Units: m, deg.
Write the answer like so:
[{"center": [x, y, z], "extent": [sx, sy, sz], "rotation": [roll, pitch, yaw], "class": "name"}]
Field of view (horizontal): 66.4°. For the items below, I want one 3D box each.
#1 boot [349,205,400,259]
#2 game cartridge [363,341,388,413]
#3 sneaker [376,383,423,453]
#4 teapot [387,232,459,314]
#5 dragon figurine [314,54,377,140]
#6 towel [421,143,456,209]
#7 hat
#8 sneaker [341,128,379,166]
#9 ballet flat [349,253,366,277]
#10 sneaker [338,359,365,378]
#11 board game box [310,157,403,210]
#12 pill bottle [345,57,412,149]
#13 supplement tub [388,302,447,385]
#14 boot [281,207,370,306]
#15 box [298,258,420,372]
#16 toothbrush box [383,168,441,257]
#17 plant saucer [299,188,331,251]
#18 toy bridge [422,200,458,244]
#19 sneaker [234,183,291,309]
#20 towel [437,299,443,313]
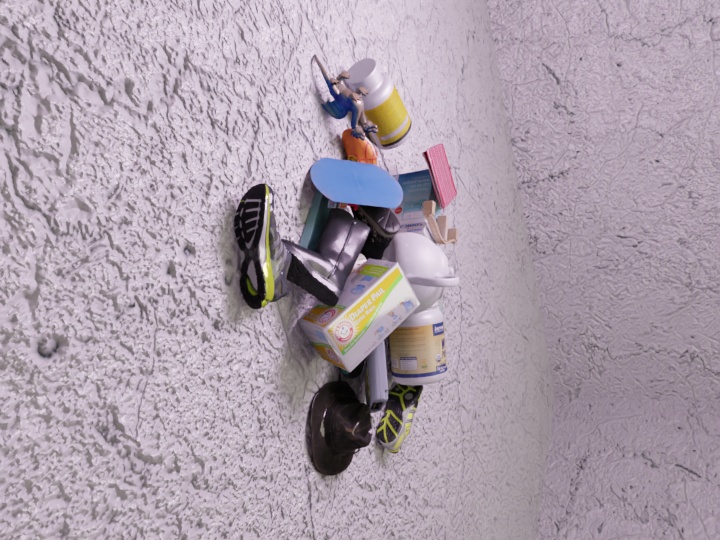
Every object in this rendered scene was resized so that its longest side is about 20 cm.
[{"center": [-0.001, -0.103, 1.215], "extent": [0.073, 0.204, 0.155], "rotation": [-16, 145, -31], "class": "boot"}, {"center": [0.029, 0.221, 1.164], "extent": [0.201, 0.040, 0.136], "rotation": [98, -8, -68], "class": "game cartridge"}, {"center": [0.099, 0.354, 1.354], "extent": [0.201, 0.074, 0.077], "rotation": [-52, 139, -39], "class": "sneaker"}, {"center": [0.140, 0.007, 1.247], "extent": [0.199, 0.143, 0.203], "rotation": [94, -5, -52], "class": "teapot"}, {"center": [-0.042, -0.365, 1.178], "extent": [0.199, 0.100, 0.059], "rotation": [38, 53, 2], "class": "dragon figurine"}, {"center": [0.199, -0.237, 1.366], "extent": [0.147, 0.022, 0.200], "rotation": [71, 22, -10], "class": "towel"}, {"center": [-0.022, 0.317, 1.105], "extent": [0.200, 0.080, 0.205], "rotation": [13, 76, -61], "class": "hat"}, {"center": [0.005, -0.226, 1.259], "extent": [0.077, 0.072, 0.202], "rotation": [-47, 124, -39], "class": "sneaker"}, {"center": [0.000, 0.000, 1.151], "extent": [0.066, 0.071, 0.199], "rotation": [-52, 138, 10], "class": "ballet flat"}, {"center": [-0.013, 0.122, 1.166], "extent": [0.087, 0.073, 0.204], "rotation": [-5, 89, -67], "class": "sneaker"}, {"center": [-0.012, -0.168, 1.139], "extent": [0.159, 0.196, 0.039], "rotation": [-107, -152, -45], "class": "board game box"}, {"center": [0.042, -0.395, 1.309], "extent": [0.200, 0.110, 0.113], "rotation": [51, 43, -47], "class": "pill bottle"}, {"center": [0.140, 0.172, 1.372], "extent": [0.144, 0.142, 0.204], "rotation": [-7, 92, -62], "class": "supplement tub"}, {"center": [-0.073, -0.055, 1.045], "extent": [0.165, 0.065, 0.202], "rotation": [43, 47, -20], "class": "boot"}, {"center": [-0.002, 0.081, 1.050], "extent": [0.199, 0.112, 0.102], "rotation": [-41, 114, -21], "class": "box"}, {"center": [0.121, -0.144, 1.385], "extent": [0.085, 0.144, 0.203], "rotation": [48, 47, -48], "class": "toothbrush box"}, {"center": [-0.083, -0.095, 1.123], "extent": [0.070, 0.019, 0.203], "rotation": [52, 41, -46], "class": "plant saucer"}, {"center": [0.199, -0.100, 1.343], "extent": [0.200, 0.027, 0.068], "rotation": [34, 59, -57], "class": "toy bridge"}, {"center": [-0.157, -0.041, 0.913], "extent": [0.080, 0.073, 0.204], "rotation": [-7, 99, -55], "class": "sneaker"}, {"center": [0.192, 0.131, 1.581], "extent": [0.199, 0.047, 0.175], "rotation": [-5, 90, -62], "class": "towel"}]
